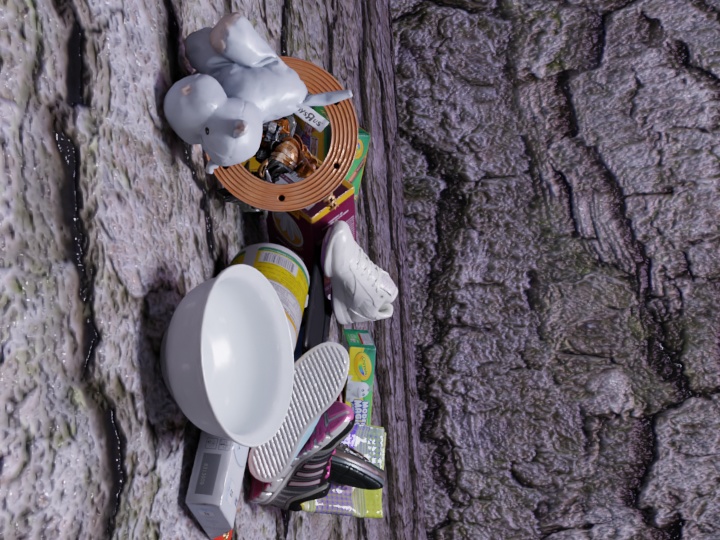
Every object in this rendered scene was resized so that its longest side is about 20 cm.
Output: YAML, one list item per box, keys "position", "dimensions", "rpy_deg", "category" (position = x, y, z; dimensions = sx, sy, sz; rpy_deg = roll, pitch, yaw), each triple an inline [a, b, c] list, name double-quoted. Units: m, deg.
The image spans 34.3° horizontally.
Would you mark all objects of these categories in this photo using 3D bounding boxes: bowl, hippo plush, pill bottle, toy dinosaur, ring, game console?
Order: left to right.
- position: [-0.159, 0.097, 1.295]
  dimensions: [0.201, 0.090, 0.201]
  rpy_deg: [-7, 90, -66]
  category: "bowl"
- position: [-0.153, -0.184, 1.388]
  dimensions: [0.159, 0.200, 0.161]
  rpy_deg: [-42, -166, 53]
  category: "hippo plush"
- position: [-0.131, 0.062, 1.478]
  dimensions: [0.200, 0.113, 0.113]
  rpy_deg: [-81, 164, -56]
  category: "pill bottle"
- position: [-0.118, -0.145, 1.548]
  dimensions: [0.200, 0.136, 0.102]
  rpy_deg: [46, 23, 10]
  category: "toy dinosaur"
- position: [-0.102, -0.176, 1.506]
  dimensions: [0.019, 0.200, 0.201]
  rpy_deg: [173, -87, -86]
  category: "ring"
- position: [-0.103, 0.094, 1.622]
  dimensions: [0.116, 0.176, 0.200]
  rpy_deg: [47, 32, -32]
  category: "game console"

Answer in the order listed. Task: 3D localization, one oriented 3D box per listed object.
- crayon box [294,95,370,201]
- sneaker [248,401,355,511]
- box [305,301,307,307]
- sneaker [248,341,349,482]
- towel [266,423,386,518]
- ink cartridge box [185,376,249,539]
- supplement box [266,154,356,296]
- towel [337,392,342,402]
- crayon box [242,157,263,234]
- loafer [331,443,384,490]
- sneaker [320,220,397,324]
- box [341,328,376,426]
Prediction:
- position: [-0.061, -0.187, 1.806]
  dimensions: [0.200, 0.058, 0.119]
  rpy_deg: [44, -53, 54]
  category: "crayon box"
- position: [-0.063, 0.255, 1.572]
  dimensions: [0.087, 0.200, 0.074]
  rpy_deg: [31, 24, -27]
  category: "sneaker"
- position: [-0.095, 0.058, 1.906]
  dimensions: [0.200, 0.049, 0.082]
  rpy_deg: [47, 41, -76]
  category: "box"
- position: [-0.082, 0.176, 1.509]
  dimensions: [0.200, 0.074, 0.082]
  rpy_deg: [-55, -178, 1]
  category: "sneaker"
- position: [-0.053, 0.281, 1.697]
  dimensions: [0.023, 0.200, 0.144]
  rpy_deg: [-34, -134, 58]
  category: "towel"
- position: [-0.152, 0.243, 1.415]
  dimensions: [0.200, 0.047, 0.160]
  rpy_deg: [75, 21, -58]
  category: "ink cartridge box"
- position: [-0.072, -0.063, 1.700]
  dimensions: [0.086, 0.110, 0.200]
  rpy_deg: [-38, 150, -24]
  category: "supplement box"
- position: [-0.049, 0.260, 1.842]
  dimensions: [0.200, 0.022, 0.145]
  rpy_deg: [113, -21, -71]
  category: "towel"
- position: [-0.138, -0.171, 1.729]
  dimensions: [0.126, 0.051, 0.200]
  rpy_deg: [70, 19, -60]
  category: "crayon box"
- position: [-0.051, 0.253, 1.657]
  dimensions: [0.072, 0.200, 0.063]
  rpy_deg: [-43, -150, 53]
  category: "loafer"
- position: [0.000, 0.000, 1.639]
  dimensions: [0.200, 0.099, 0.075]
  rpy_deg: [76, 19, -50]
  category: "sneaker"
- position: [-0.010, 0.202, 1.816]
  dimensions: [0.117, 0.048, 0.200]
  rpy_deg: [-115, -149, -77]
  category: "box"
